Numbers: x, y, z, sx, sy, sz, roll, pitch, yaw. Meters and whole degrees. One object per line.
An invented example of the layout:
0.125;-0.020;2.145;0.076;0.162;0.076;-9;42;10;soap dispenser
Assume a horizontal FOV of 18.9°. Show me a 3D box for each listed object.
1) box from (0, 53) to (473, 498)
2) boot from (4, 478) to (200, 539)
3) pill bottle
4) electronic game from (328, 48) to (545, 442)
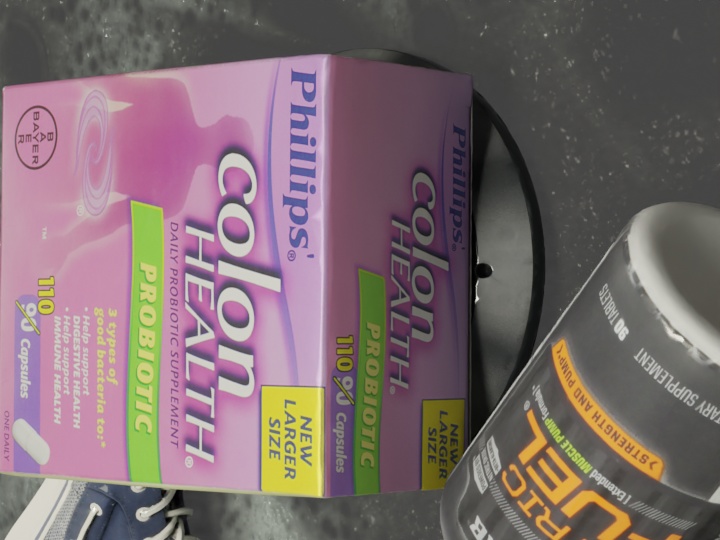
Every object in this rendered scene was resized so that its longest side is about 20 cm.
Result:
-0.057;0.005;0.936;0.200;0.097;0.176;0;88;40;box
-0.107;0.112;1.094;0.090;0.073;0.200;42;126;16;boot
0.100;0.078;0.842;0.106;0.106;0.200;52;128;28;pill bottle
0.000;0.000;0.978;0.200;0.042;0.200;-2;87;40;electronic game
